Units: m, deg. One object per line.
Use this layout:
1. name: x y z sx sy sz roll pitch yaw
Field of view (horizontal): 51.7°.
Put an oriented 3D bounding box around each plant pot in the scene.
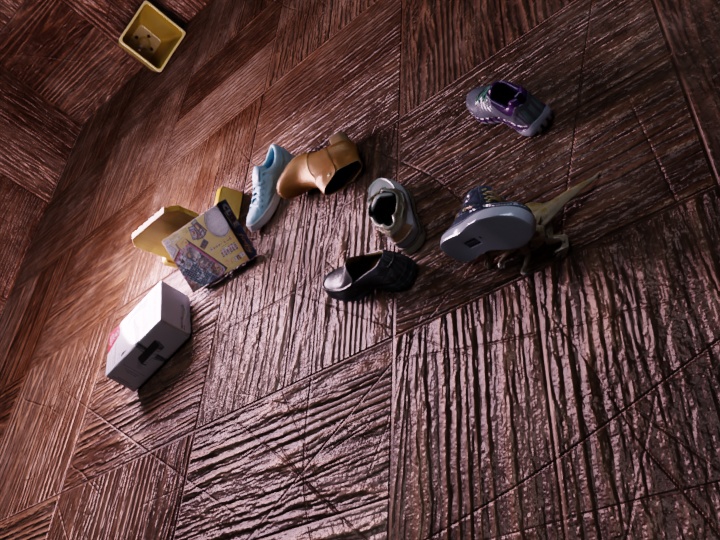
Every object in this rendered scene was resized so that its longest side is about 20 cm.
1. plant pot: -0.850 -0.925 2.977 0.197 0.193 0.199 -58 27 -7

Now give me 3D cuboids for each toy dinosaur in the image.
1. toy dinosaur: 0.237 -0.060 0.992 0.199 0.058 0.102 -39 35 22

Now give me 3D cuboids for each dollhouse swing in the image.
1. dollhouse swing: -0.414 -0.125 1.744 0.198 0.175 0.184 -31 40 31

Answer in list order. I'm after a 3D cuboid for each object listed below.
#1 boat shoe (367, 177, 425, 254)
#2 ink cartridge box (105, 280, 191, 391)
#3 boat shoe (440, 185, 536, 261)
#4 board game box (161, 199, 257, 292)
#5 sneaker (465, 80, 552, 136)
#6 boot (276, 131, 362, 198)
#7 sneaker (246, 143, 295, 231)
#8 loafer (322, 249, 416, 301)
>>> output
1. boat shoe: 0.050 -0.109 1.254 0.075 0.068 0.201 -45 35 12
2. ink cartridge box: -0.474 0.145 1.661 0.200 0.083 0.145 -42 35 17
3. boat shoe: 0.177 -0.078 1.000 0.092 0.070 0.200 -63 16 -18
4. board game box: -0.330 -0.050 1.615 0.198 0.137 0.035 -26 8 35
5. sneaker: 0.219 -0.278 1.176 0.075 0.087 0.200 -53 34 0
6. boot: -0.086 -0.186 1.484 0.200 0.071 0.145 -38 34 15
7. sneaker: -0.216 -0.187 1.637 0.073 0.082 0.203 -2 59 50
8. loafer: 0.000 0.000 1.216 0.198 0.072 0.074 -17 49 43
